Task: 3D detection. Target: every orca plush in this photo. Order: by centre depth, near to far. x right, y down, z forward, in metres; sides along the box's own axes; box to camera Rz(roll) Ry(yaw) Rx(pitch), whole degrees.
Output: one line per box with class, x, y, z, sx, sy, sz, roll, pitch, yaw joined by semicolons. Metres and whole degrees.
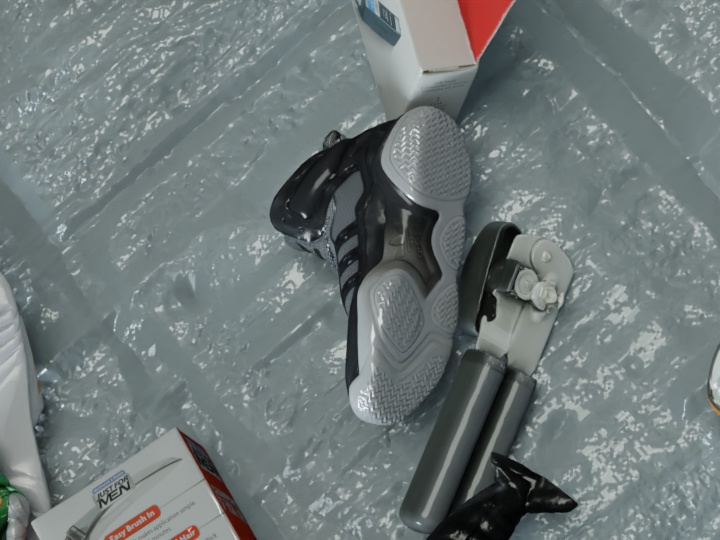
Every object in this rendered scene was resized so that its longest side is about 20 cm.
orca plush;0.057;0.207;1.618;0.105;0.071;0.200;45;85;-10

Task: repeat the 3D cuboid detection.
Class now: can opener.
can opener;0.075;0.070;1.694;0.066;0.053;0.201;3;69;53

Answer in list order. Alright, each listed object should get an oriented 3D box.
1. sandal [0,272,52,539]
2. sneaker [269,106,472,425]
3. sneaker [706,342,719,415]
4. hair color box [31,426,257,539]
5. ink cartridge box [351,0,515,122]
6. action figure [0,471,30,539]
sandal;-0.238;0.098;1.770;0.079;0.059;0.208;-11;92;4
sneaker;0.000;0.000;1.706;0.113;0.075;0.201;-5;67;39
sneaker;0.292;0.027;1.625;0.200;0.076;0.092;-42;71;2
hair color box;-0.102;0.210;1.689;0.111;0.064;0.200;-33;69;4
ink cartridge box;0.031;-0.209;1.719;0.044;0.176;0.201;-10;68;-16
action figure;-0.238;0.203;1.719;0.117;0.055;0.201;0;85;5
